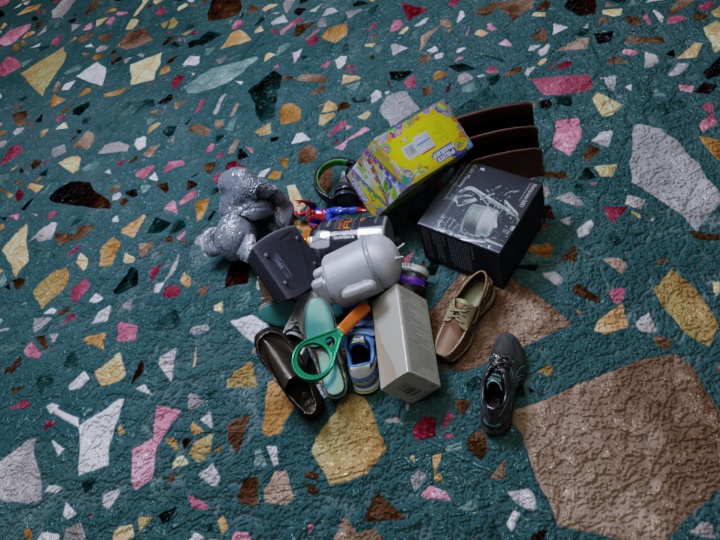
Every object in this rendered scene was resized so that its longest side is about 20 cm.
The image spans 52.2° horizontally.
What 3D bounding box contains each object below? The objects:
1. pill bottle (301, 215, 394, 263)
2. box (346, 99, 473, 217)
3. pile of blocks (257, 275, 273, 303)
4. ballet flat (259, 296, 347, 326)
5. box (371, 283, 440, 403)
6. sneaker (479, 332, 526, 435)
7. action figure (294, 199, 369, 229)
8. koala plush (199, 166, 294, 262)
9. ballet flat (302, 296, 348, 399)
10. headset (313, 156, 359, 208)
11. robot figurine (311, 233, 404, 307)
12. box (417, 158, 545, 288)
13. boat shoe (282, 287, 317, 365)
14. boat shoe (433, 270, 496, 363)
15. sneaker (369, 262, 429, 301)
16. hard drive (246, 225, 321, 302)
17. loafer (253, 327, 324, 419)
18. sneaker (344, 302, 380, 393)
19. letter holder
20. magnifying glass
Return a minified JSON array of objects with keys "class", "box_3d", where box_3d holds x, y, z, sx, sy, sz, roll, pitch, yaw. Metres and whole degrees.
[{"class":"pill bottle","box_3d":[-0.030,-0.059,1.606,0.195,0.107,0.108,-4,52,16]},{"class":"box","box_3d":[0.102,-0.235,1.582,0.198,0.192,0.123,-33,87,-24]},{"class":"pile of blocks","box_3d":[-0.182,0.016,1.564,0.061,0.200,0.084,-9,94,-5]},{"class":"ballet flat","box_3d":[-0.118,0.078,1.570,0.195,0.070,0.063,-4,24,13]},{"class":"box","box_3d":[0.085,0.138,1.410,0.077,0.094,0.203,-37,40,33]},{"class":"sneaker","box_3d":[0.259,0.193,1.334,0.074,0.080,0.203,2,53,19]},{"class":"action figure","box_3d":[-0.075,-0.125,1.677,0.196,0.099,0.067,5,96,24]},{"class":"koala plush","box_3d":[-0.280,-0.113,1.703,0.174,0.184,0.203,12,70,26]},{"class":"ballet flat","box_3d":[-0.069,0.156,1.448,0.073,0.074,0.204,-14,73,7]},{"class":"headset","box_3d":[-0.017,-0.205,1.721,0.197,0.095,0.125,24,62,13]},{"class":"robot figurine","box_3d":[0.000,0.000,1.466,0.197,0.114,0.171,-25,32,15]},{"class":"box","box_3d":[0.255,-0.102,1.535,0.194,0.125,0.201,23,63,29]},{"class":"boat shoe","box_3d":[-0.121,0.129,1.482,0.072,0.065,0.205,9,76,14]},{"class":"boat shoe","box_3d":[0.198,0.083,1.441,0.074,0.074,0.202,18,61,29]},{"class":"sneaker","box_3d":[0.040,0.036,1.533,0.196,0.070,0.101,1,56,20]},{"class":"hard drive","box_3d":[-0.151,-0.013,1.495,0.042,0.136,0.200,-35,2,25]},{"class":"loafer","box_3d":[-0.132,0.194,1.405,0.073,0.071,0.201,-37,89,-8]},{"class":"sneaker","box_3d":[0.005,0.138,1.459,0.072,0.083,0.203,-14,49,10]},{"class":"letter holder","box_3d":[0.298,-0.278,1.640,0.195,0.143,0.102,-11,50,9]},{"class":"magnifying glass","box_3d":[-0.052,0.132,1.406,0.079,0.023,0.200,39,66,15]}]
